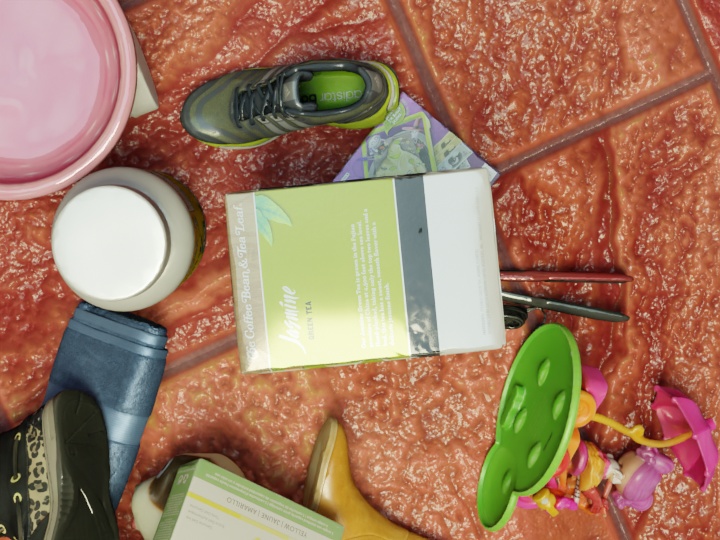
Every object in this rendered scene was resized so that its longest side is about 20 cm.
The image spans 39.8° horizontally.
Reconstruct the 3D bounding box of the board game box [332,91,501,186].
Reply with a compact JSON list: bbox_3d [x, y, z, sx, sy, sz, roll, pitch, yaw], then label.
[{"bbox_3d":[0.022,-0.047,0.911,0.120,0.032,0.201,39,88,-5],"label":"board game box"}]

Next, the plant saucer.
[{"bbox_3d":[-0.272,-0.157,0.773,0.198,0.051,0.203,-1,96,-5],"label":"plant saucer"}]

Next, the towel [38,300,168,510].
[{"bbox_3d":[-0.233,0.134,0.869,0.111,0.048,0.202,16,86,32],"label":"towel"}]

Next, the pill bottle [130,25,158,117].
[{"bbox_3d":[-0.281,-0.147,0.854,0.198,0.111,0.112,-19,91,-2],"label":"pill bottle"}]

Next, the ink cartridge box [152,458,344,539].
[{"bbox_3d":[-0.106,0.268,0.766,0.145,0.048,0.202,31,59,-23],"label":"ink cartridge box"}]

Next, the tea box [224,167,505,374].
[{"bbox_3d":[0.000,0.000,0.798,0.194,0.200,0.135,-5,90,-1],"label":"tea box"}]

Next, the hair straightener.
[{"bbox_3d":[0.149,0.036,0.911,0.198,0.041,0.078,3,90,-3],"label":"hair straightener"}]

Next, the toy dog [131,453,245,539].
[{"bbox_3d":[-0.137,0.257,0.845,0.192,0.139,0.202,-13,80,14],"label":"toy dog"}]

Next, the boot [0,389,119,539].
[{"bbox_3d":[-0.274,0.214,0.804,0.153,0.073,0.206,-22,62,26],"label":"boot"}]

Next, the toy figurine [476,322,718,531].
[{"bbox_3d":[0.223,0.164,0.884,0.182,0.150,0.202,16,112,-13],"label":"toy figurine"}]

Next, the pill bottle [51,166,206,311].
[{"bbox_3d":[-0.187,-0.027,0.811,0.111,0.200,0.114,0,94,-5],"label":"pill bottle"}]

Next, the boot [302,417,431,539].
[{"bbox_3d":[0.017,0.239,0.898,0.142,0.071,0.204,8,95,-8],"label":"boot"}]

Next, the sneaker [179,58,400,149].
[{"bbox_3d":[-0.067,-0.154,0.872,0.198,0.081,0.075,-10,89,9],"label":"sneaker"}]
